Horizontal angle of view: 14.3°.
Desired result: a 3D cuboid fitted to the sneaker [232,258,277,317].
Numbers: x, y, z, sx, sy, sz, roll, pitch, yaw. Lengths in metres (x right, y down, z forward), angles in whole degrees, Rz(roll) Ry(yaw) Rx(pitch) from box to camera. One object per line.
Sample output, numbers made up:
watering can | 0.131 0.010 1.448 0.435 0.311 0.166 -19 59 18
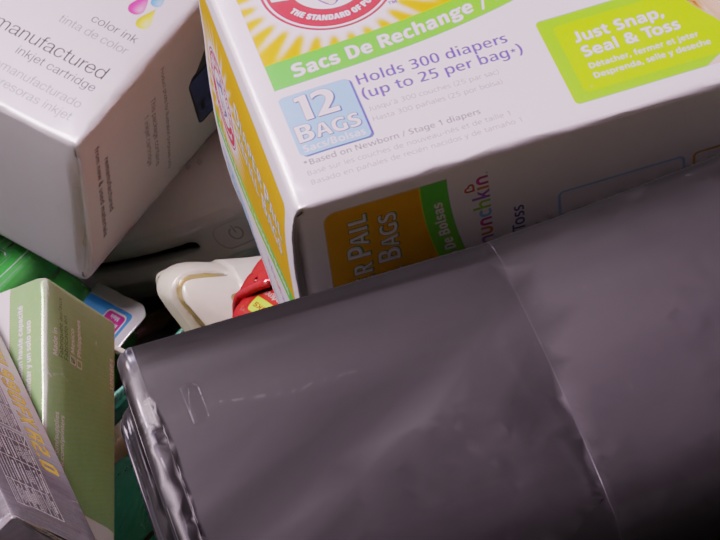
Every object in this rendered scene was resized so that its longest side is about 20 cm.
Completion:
sneaker | 0.000 0.000 0.952 0.085 0.077 0.200 -41 -19 -42

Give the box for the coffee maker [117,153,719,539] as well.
coffee maker | 0.042 0.041 0.740 0.199 0.192 0.135 -19 35 -7

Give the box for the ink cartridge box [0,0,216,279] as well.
ink cartridge box | -0.108 -0.117 1.118 0.145 0.088 0.200 28 57 18

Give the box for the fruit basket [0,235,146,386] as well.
fruit basket | -0.192 0.068 1.140 0.200 0.094 0.185 -45 28 -15

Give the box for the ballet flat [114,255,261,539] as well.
ballet flat | -0.065 0.040 1.059 0.200 0.070 0.067 -45 28 -16

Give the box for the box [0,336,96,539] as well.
box | -0.188 0.072 0.978 0.158 0.048 0.200 -43 49 12

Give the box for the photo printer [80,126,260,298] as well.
photo printer | -0.054 -0.070 1.216 0.166 0.070 0.200 -9 38 42

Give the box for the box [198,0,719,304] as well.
box | 0.063 -0.049 0.822 0.199 0.102 0.113 -17 50 -8

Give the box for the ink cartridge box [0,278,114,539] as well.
ink cartridge box | -0.175 0.102 1.018 0.200 0.048 0.146 -20 57 27
